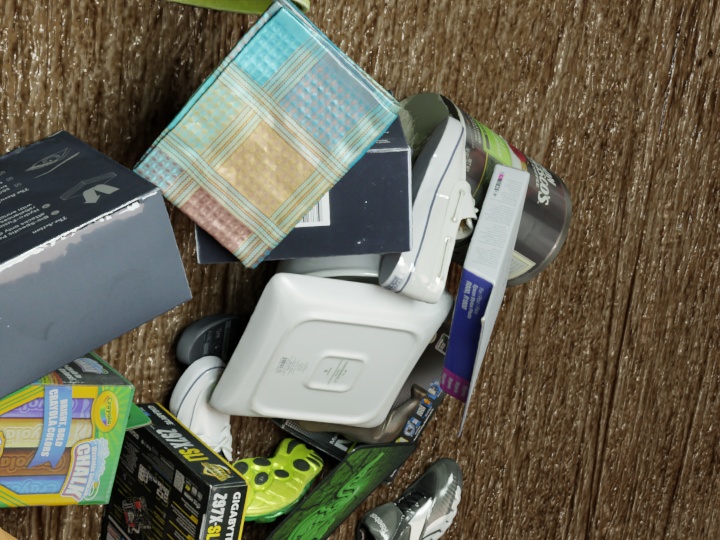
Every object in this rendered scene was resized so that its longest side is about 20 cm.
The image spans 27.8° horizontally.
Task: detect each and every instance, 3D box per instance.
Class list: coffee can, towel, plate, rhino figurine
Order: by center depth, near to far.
[{"bbox_3d":[-0.080,-0.114,1.254,0.147,0.022,0.200,40,102,-15],"label":"towel"},{"bbox_3d":[-0.028,0.091,1.448,0.199,0.032,0.200,8,132,-25],"label":"plate"},{"bbox_3d":[-0.026,0.138,1.566,0.199,0.060,0.088,19,105,-35],"label":"rhino figurine"},{"bbox_3d":[0.114,-0.084,1.581,0.200,0.146,0.147,28,90,-41],"label":"coffee can"}]

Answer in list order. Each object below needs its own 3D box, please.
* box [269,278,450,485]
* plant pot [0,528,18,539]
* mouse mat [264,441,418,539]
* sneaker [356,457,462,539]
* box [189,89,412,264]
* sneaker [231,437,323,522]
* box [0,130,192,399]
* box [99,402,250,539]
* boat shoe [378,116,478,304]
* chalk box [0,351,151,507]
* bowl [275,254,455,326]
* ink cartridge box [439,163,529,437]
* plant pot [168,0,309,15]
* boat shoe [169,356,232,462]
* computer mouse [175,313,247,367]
[{"bbox_3d":[0.014,0.123,1.657,0.193,0.047,0.200,36,85,-42],"label":"box"},{"bbox_3d":[-0.378,0.315,1.354,0.201,0.200,0.140,-59,148,-2],"label":"plant pot"},{"bbox_3d":[-0.031,0.260,1.625,0.200,0.008,0.161,-47,157,18],"label":"mouse mat"},{"bbox_3d":[0.048,0.305,1.745,0.200,0.066,0.090,-55,133,-3],"label":"sneaker"},{"bbox_3d":[-0.057,-0.092,1.375,0.199,0.182,0.105,-3,114,-2],"label":"box"},{"bbox_3d":[-0.098,0.241,1.560,0.084,0.074,0.200,-62,164,15],"label":"sneaker"},{"bbox_3d":[-0.287,-0.012,1.268,0.196,0.200,0.118,-29,124,-24],"label":"box"},{"bbox_3d":[-0.189,0.242,1.448,0.049,0.200,0.160,-2,109,-35],"label":"box"},{"bbox_3d":[0.078,-0.057,1.416,0.070,0.071,0.201,26,58,-14],"label":"boat shoe"},{"bbox_3d":[-0.298,0.142,1.373,0.199,0.125,0.125,7,104,-38],"label":"chalk box"},{"bbox_3d":[0.000,0.000,1.503,0.201,0.201,0.091,21,62,-41],"label":"bowl"},{"bbox_3d":[0.117,0.030,1.453,0.197,0.043,0.200,97,13,-49],"label":"ink cartridge box"},{"bbox_3d":[-0.130,-0.336,1.279,0.200,0.200,0.185,7,92,-39],"label":"plant pot"},{"bbox_3d":[-0.160,0.186,1.518,0.073,0.065,0.201,-12,125,-35],"label":"boat shoe"},{"bbox_3d":[-0.116,0.059,1.545,0.199,0.034,0.059,-13,126,-41],"label":"computer mouse"}]
